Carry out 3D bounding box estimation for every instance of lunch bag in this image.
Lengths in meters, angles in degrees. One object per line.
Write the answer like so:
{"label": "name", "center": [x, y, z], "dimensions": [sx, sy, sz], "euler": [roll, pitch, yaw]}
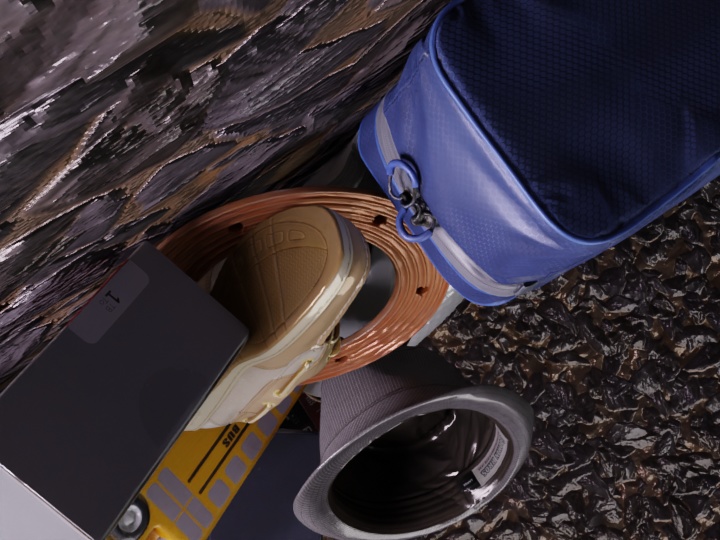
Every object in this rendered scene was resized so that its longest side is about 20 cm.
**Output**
{"label": "lunch bag", "center": [0.098, -0.073, 0.557], "dimensions": [0.199, 0.136, 0.132], "euler": [-31, 174, -22]}

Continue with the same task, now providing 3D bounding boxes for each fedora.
{"label": "fedora", "center": [0.030, 0.115, 0.787], "dimensions": [0.177, 0.091, 0.200], "euler": [-42, 140, 18]}

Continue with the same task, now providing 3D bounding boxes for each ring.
{"label": "ring", "center": [-0.042, 0.013, 0.666], "dimensions": [0.199, 0.019, 0.201], "euler": [-11, 145, -8]}

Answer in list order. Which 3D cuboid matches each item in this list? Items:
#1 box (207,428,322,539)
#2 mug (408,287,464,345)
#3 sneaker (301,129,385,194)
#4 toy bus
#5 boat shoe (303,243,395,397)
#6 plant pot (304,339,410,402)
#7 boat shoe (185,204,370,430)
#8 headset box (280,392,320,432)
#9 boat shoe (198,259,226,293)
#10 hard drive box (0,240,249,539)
{"label": "box", "center": [-0.147, 0.206, 1.006], "dimensions": [0.197, 0.124, 0.200], "euler": [5, 168, -13]}
{"label": "mug", "center": [0.045, -0.022, 1.042], "dimensions": [0.175, 0.148, 0.200], "euler": [-43, 180, 33]}
{"label": "sneaker", "center": [0.015, -0.067, 0.683], "dimensions": [0.200, 0.075, 0.087], "euler": [-34, -162, 28]}
{"label": "toy bus", "center": [-0.120, 0.124, 0.745], "dimensions": [0.065, 0.078, 0.200], "euler": [-3, -136, 46]}
{"label": "boat shoe", "center": [0.000, 0.000, 0.803], "dimensions": [0.064, 0.070, 0.201], "euler": [-60, 171, -68]}
{"label": "plant pot", "center": [0.005, 0.013, 0.883], "dimensions": [0.200, 0.027, 0.201], "euler": [-41, -141, 43]}
{"label": "boat shoe", "center": [-0.047, 0.031, 0.618], "dimensions": [0.069, 0.074, 0.200], "euler": [8, 147, -34]}
{"label": "headset box", "center": [-0.105, 0.122, 1.178], "dimensions": [0.149, 0.201, 0.077], "euler": [-36, 177, 42]}
{"label": "boat shoe", "center": [-0.081, 0.005, 0.818], "dimensions": [0.064, 0.072, 0.200], "euler": [4, 176, 4]}
{"label": "hard drive box", "center": [-0.164, 0.102, 0.571], "dimensions": [0.200, 0.077, 0.156], "euler": [-43, -170, 38]}
